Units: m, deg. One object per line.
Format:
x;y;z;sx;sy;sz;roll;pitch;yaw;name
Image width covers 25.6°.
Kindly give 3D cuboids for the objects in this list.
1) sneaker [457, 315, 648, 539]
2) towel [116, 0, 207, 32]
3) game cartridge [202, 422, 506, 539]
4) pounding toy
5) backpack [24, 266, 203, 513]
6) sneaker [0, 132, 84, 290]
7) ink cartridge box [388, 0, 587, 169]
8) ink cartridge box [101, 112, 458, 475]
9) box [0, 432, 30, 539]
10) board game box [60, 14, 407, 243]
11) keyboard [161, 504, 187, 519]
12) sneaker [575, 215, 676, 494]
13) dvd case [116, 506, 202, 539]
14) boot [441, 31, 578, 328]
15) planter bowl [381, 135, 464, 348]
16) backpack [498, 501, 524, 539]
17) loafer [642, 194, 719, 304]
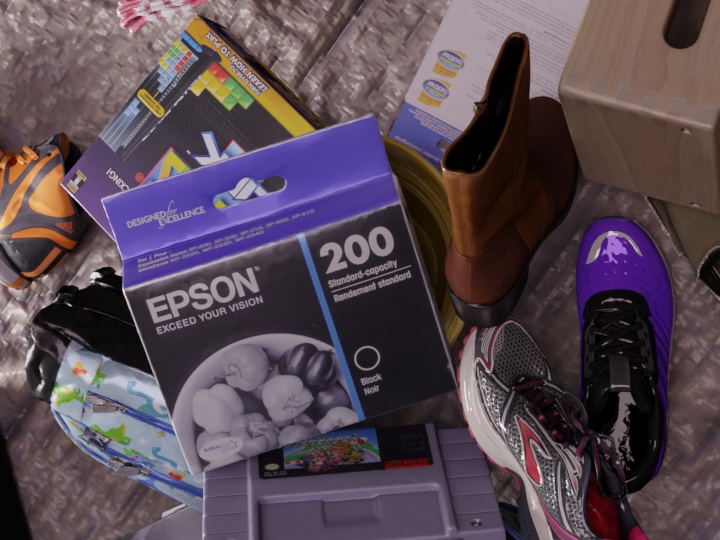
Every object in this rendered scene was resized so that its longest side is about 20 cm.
0.134;0.118;1.066;0.075;0.080;0.200;-43;68;51;sneaker
-0.068;-0.224;1.168;0.199;0.146;0.030;-10;108;17;towel
-0.009;0.155;1.086;0.199;0.130;0.038;-4;122;-3;game cartridge
0.233;-0.163;1.029;0.142;0.184;0.200;17;78;19;pounding toy
-0.138;0.095;1.204;0.199;0.163;0.154;12;104;9;backpack
-0.293;-0.093;1.282;0.112;0.078;0.200;-38;92;11;sneaker
0.115;-0.158;1.166;0.119;0.042;0.200;29;98;13;ink cartridge box
-0.053;0.018;1.072;0.198;0.043;0.200;-18;107;1;ink cartridge box
-0.398;0.194;1.293;0.200;0.124;0.149;-16;87;18;box
-0.094;-0.056;1.143;0.200;0.057;0.165;44;100;16;board game box
-0.095;0.275;1.263;0.056;0.011;0.200;-25;85;16;keyboard
0.187;0.061;1.120;0.069;0.100;0.201;-4;92;15;sneaker
-0.134;0.297;1.264;0.148;0.016;0.200;-27;85;23;dvd case
0.094;-0.086;1.030;0.068;0.200;0.189;21;63;20;boot
0.000;0.000;1.181;0.200;0.083;0.201;-1;88;20;planter bowl
0.074;0.268;1.138;0.200;0.147;0.183;-46;73;13;backpack
0.257;-0.029;1.112;0.075;0.070;0.200;-38;82;15;loafer
